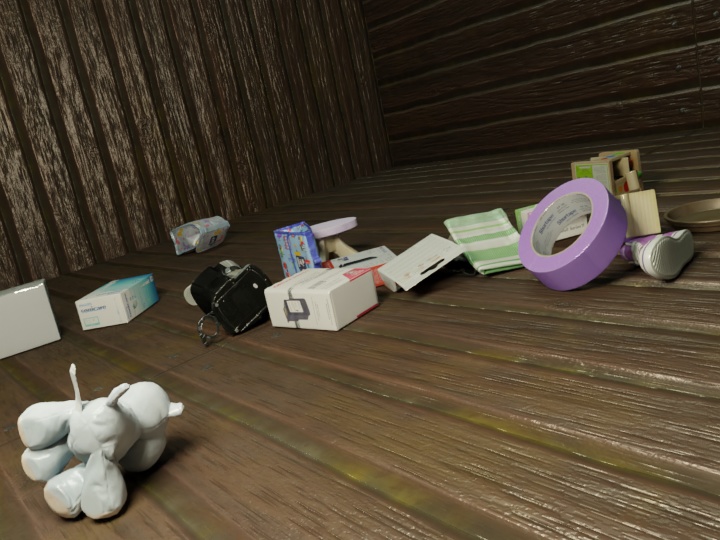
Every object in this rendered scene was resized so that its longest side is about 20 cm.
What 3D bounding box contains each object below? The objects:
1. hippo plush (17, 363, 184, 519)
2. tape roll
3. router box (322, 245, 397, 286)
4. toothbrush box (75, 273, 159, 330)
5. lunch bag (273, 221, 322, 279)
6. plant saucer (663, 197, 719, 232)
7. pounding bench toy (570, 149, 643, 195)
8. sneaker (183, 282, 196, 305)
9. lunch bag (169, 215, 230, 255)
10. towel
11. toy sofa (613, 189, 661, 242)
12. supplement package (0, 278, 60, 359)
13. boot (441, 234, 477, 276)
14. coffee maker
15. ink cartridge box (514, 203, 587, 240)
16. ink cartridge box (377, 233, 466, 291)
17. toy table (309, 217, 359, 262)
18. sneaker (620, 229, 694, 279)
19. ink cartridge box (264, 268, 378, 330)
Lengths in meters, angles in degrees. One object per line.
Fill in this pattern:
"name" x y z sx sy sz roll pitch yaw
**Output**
"hippo plush" -0.331 0.199 0.870 0.155 0.207 0.160 14 12 15
"tape roll" 0.387 -0.067 1.231 0.200 0.065 0.203 -43 27 27
"router box" 0.000 0.000 1.633 0.174 0.050 0.200 -15 13 -7
"toothbrush box" -0.683 0.086 1.889 0.142 0.088 0.200 -10 13 10
"lunch bag" -0.133 -0.031 1.669 0.092 0.155 0.199 -18 13 -20
"plant saucer" 0.747 -0.117 1.410 0.193 0.030 0.200 -12 13 3
"pounding bench toy" 0.694 -0.246 1.781 0.153 0.128 0.198 -20 15 -29
"sneaker" -0.376 0.036 1.805 0.195 0.077 0.105 -11 17 29
"lunch bag" -0.655 -0.147 2.749 0.196 0.131 0.168 -16 7 36
"towel" 0.287 -0.067 1.475 0.148 0.024 0.202 -11 40 -10
"toy sofa" 0.527 -0.101 1.332 0.094 0.086 0.200 -8 -3 13
"supplement package" -0.920 0.132 1.778 0.195 0.161 0.110 -18 13 -22
"boot" 0.233 -0.044 1.536 0.128 0.070 0.198 -21 20 -27
"coffee maker" -0.312 0.062 1.505 0.188 0.139 0.198 -21 14 -27
"ink cartridge box" 0.467 -0.118 1.609 0.113 0.070 0.200 -14 12 -8
"ink cartridge box" 0.138 -0.007 1.452 0.160 0.051 0.200 -33 21 -7
"toy table" -0.094 -0.065 1.848 0.194 0.121 0.184 -9 14 22
"sneaker" 0.508 -0.023 1.188 0.112 0.075 0.197 -6 4 42
"ink cartridge box" -0.083 0.057 1.402 0.196 0.087 0.143 0 18 41
